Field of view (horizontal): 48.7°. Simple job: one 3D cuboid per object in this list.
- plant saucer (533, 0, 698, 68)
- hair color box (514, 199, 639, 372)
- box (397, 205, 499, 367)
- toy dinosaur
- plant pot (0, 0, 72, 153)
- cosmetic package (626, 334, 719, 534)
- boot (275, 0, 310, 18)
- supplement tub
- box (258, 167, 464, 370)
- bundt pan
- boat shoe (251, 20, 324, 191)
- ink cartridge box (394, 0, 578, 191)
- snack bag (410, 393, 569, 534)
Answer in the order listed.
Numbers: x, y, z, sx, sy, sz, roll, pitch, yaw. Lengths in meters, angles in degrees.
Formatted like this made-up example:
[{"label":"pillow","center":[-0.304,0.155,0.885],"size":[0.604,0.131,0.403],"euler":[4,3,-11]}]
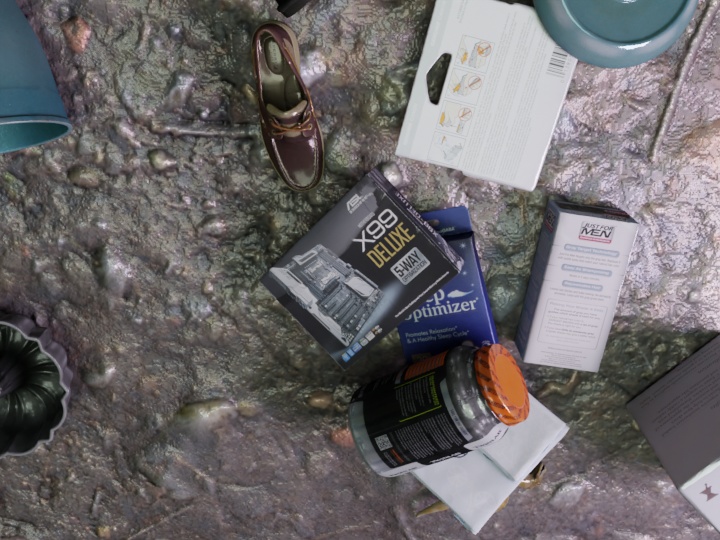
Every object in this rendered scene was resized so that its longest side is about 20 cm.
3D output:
[{"label":"plant saucer","center":[0.283,-0.322,0.860],"size":[0.200,0.027,0.200],"euler":[-1,97,-7]},{"label":"hair color box","center":[0.266,0.020,0.992],"size":[0.099,0.061,0.200],"euler":[8,110,-3]},{"label":"box","center":[0.096,0.027,0.993],"size":[0.121,0.032,0.200],"euler":[-10,105,18]},{"label":"toy dinosaur","center":[0.158,0.297,1.094],"size":[0.200,0.058,0.101],"euler":[-20,110,7]},{"label":"plant pot","center":[-0.433,-0.226,0.846],"size":[0.200,0.200,0.188],"euler":[-13,94,5]},{"label":"cosmetic package","center":[0.471,0.219,0.989],"size":[0.165,0.200,0.165],"euler":[-41,105,14]},{"label":"boot","center":[-0.071,-0.392,0.831],"size":[0.158,0.079,0.211],"euler":[33,96,-18]},{"label":"supplement tub","center":[0.095,0.168,0.969],"size":[0.200,0.123,0.123],"euler":[-26,109,28]},{"label":"box","center":[0.000,0.000,0.963],"size":[0.200,0.050,0.158],"euler":[-42,94,22]},{"label":"bundt pan","center":[-0.465,0.137,1.028],"size":[0.202,0.076,0.202],"euler":[0,110,1]},{"label":"boat shoe","center":[-0.087,-0.182,0.913],"size":[0.072,0.072,0.200],"euler":[-7,110,3]},{"label":"ink cartridge box","center":[0.146,-0.208,0.918],"size":[0.173,0.044,0.200],"euler":[14,109,-4]},{"label":"snack bag","center":[0.137,0.214,1.041],"size":[0.189,0.021,0.200],"euler":[41,105,14]}]
